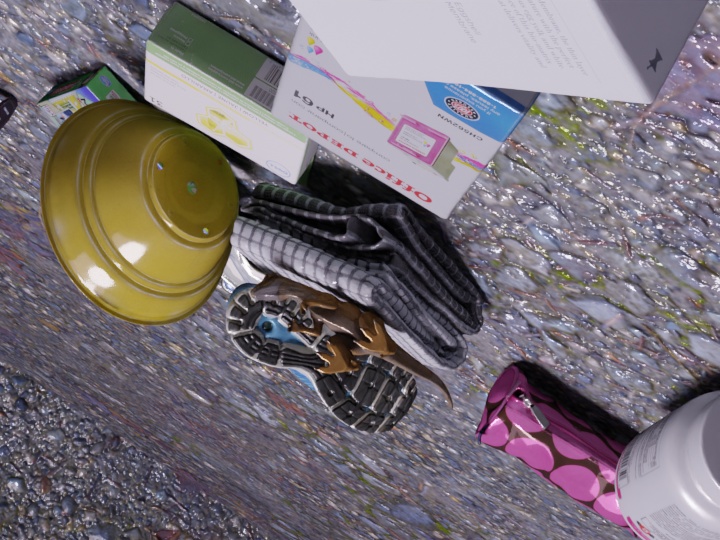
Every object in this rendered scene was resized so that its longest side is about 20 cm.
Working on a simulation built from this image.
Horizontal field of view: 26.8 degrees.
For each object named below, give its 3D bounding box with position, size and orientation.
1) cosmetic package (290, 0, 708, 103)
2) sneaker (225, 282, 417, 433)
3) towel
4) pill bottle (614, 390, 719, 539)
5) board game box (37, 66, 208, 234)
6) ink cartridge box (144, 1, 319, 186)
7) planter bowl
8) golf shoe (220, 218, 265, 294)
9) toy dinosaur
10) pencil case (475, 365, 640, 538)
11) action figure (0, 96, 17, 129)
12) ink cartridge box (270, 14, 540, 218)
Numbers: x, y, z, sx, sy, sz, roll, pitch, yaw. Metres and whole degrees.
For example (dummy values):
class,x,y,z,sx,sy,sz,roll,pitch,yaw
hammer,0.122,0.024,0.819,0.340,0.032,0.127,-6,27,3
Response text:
class,x,y,z,sx,sy,sz,roll,pitch,yaw
cosmetic package,0.042,-0.192,0.701,0.199,0.123,0.200,15,155,44
sneaker,-0.033,0.066,1.326,0.200,0.079,0.090,37,-175,-20
towel,0.000,0.000,1.300,0.165,0.086,0.200,20,165,35
pill bottle,0.287,0.162,1.226,0.113,0.114,0.200,30,162,2
board game box,-0.206,-0.100,1.421,0.200,0.029,0.134,49,157,-20
ink cartridge box,-0.103,-0.122,1.225,0.145,0.048,0.200,30,159,2
planter bowl,-0.163,-0.060,1.272,0.083,0.201,0.200,-19,130,43
golf shoe,-0.063,0.021,1.483,0.199,0.079,0.097,35,155,-12
toy dinosaur,0.007,0.054,1.209,0.199,0.061,0.106,34,-165,-6
pencil case,0.206,0.172,1.430,0.199,0.091,0.094,30,148,-4
action figure,-0.455,-0.191,1.570,0.199,0.070,0.130,24,168,31
ink cartridge box,0.034,-0.127,0.940,0.144,0.085,0.200,31,163,0
